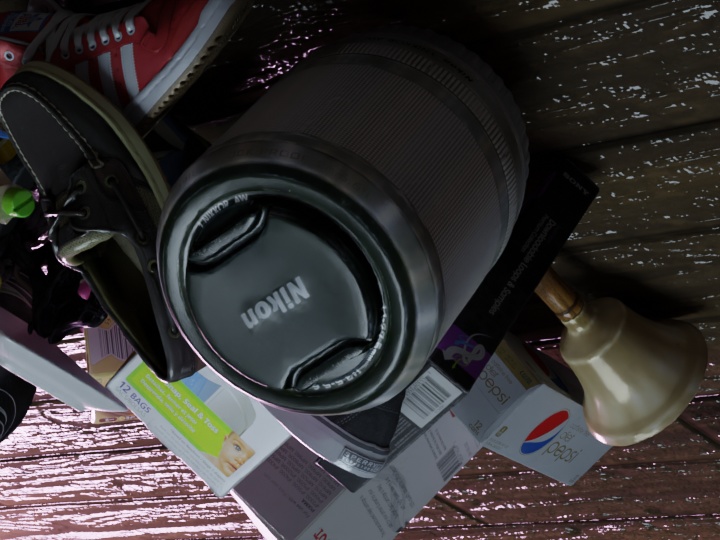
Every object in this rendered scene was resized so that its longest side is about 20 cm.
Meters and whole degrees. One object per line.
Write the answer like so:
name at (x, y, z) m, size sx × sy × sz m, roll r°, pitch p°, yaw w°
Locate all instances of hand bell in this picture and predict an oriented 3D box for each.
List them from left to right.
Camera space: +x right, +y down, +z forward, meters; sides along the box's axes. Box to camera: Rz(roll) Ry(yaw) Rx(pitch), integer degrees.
hand bell at (0.136, 0.020, 1.433) m, size 0.104 × 0.105 × 0.200 m, roll -11°, pitch 136°, yaw 45°

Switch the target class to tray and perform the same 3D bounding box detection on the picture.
tray at (-0.236, 0.049, 1.450) m, size 0.107 × 0.022 × 0.200 m, roll 34°, pitch 178°, yaw -31°

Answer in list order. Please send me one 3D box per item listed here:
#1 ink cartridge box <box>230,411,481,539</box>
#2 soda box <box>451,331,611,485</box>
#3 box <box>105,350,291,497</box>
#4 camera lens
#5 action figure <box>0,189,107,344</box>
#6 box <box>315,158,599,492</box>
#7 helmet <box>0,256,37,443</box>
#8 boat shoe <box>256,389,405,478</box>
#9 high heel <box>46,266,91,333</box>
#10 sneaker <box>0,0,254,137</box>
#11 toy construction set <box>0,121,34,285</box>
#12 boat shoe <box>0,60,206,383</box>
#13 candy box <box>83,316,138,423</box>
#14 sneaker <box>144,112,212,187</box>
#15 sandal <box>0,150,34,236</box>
ink cartridge box at (0.005, 0.132, 1.584) m, size 0.083 × 0.200 × 0.147 m, roll 40°, pitch 169°, yaw 25°
soda box at (0.122, 0.098, 1.542) m, size 0.068 × 0.064 × 0.200 m, roll 49°, pitch -171°, yaw 26°
box at (-0.053, 0.033, 1.381) m, size 0.112 × 0.101 × 0.200 m, roll 44°, pitch 122°, yaw -6°
camera lens at (-0.006, -0.029, 1.159) m, size 0.159 × 0.200 × 0.161 m, roll 12°, pitch 122°, yaw 19°
action figure at (-0.256, -0.034, 1.492) m, size 0.200 × 0.102 × 0.119 m, roll 36°, pitch 180°, yaw 25°
box at (0.061, 0.033, 1.297) m, size 0.036 × 0.200 × 0.143 m, roll 39°, pitch 139°, yaw -4°
helmet at (-0.338, 0.046, 1.607) m, size 0.199 × 0.201 × 0.191 m, roll 9°, pitch 150°, yaw 12°
boat shoe at (-0.038, 0.048, 1.245) m, size 0.070 × 0.067 × 0.200 m, roll 22°, pitch -170°, yaw -36°
high heel at (-0.183, 0.021, 1.604) m, size 0.096 × 0.068 × 0.200 m, roll 30°, pitch 160°, yaw -12°
sneaker at (-0.148, -0.134, 1.222) m, size 0.112 × 0.071 × 0.200 m, roll 46°, pitch 127°, yaw -3°
toy construction set at (-0.269, -0.072, 1.278) m, size 0.092 × 0.131 × 0.200 m, roll 19°, pitch 149°, yaw 34°
boat shoe at (-0.141, -0.027, 1.193) m, size 0.200 × 0.065 × 0.073 m, roll 51°, pitch 139°, yaw 1°
candy box at (-0.108, 0.065, 1.611) m, size 0.199 × 0.056 × 0.116 m, roll -5°, pitch 160°, yaw -7°
sneaker at (-0.113, -0.039, 1.301) m, size 0.074 × 0.082 × 0.200 m, roll 40°, pitch -178°, yaw -25°
sandal at (-0.216, -0.095, 1.364) m, size 0.075 × 0.048 × 0.200 m, roll 49°, pitch 138°, yaw 7°
